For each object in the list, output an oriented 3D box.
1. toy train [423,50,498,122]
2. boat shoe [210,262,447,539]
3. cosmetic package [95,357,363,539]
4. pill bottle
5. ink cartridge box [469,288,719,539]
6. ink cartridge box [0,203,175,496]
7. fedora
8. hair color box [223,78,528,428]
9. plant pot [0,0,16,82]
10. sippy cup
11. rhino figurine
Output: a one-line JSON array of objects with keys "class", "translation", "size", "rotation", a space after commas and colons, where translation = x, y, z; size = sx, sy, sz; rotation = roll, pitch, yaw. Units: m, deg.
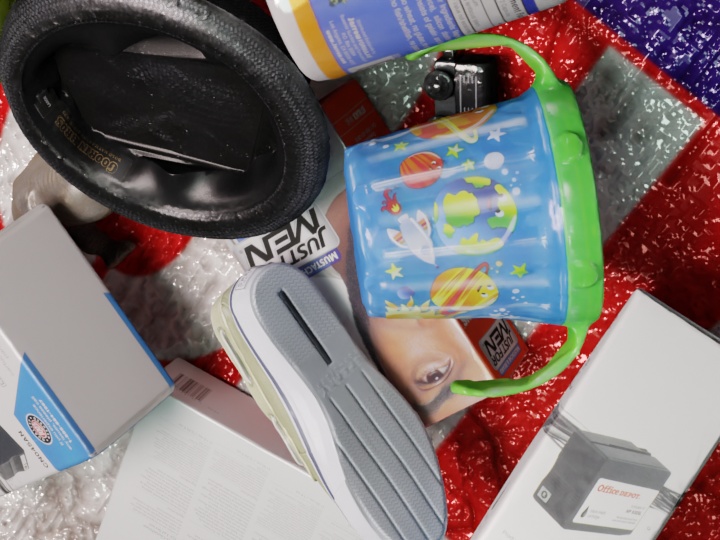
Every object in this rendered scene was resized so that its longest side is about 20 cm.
[{"class": "toy train", "translation": [0.058, -0.163, 1.075], "size": [0.045, 0.034, 0.201], "rotation": [4, 113, 18]}, {"class": "boat shoe", "translation": [-0.017, 0.085, 1.132], "size": [0.062, 0.072, 0.201], "rotation": [-23, 98, 56]}, {"class": "cosmetic package", "translation": [-0.069, 0.171, 1.262], "size": [0.199, 0.052, 0.151], "rotation": [28, 118, 10]}, {"class": "pill bottle", "translation": [0.050, -0.180, 0.992], "size": [0.199, 0.112, 0.113], "rotation": [-17, 104, 12]}, {"class": "ink cartridge box", "translation": [0.132, 0.115, 1.053], "size": [0.083, 0.145, 0.201], "rotation": [34, 92, 8]}, {"class": "ink cartridge box", "translation": [-0.233, 0.062, 1.230], "size": [0.145, 0.084, 0.200], "rotation": [55, 142, -8]}, {"class": "fedora", "translation": [-0.101, -0.111, 1.077], "size": [0.199, 0.092, 0.201], "rotation": [13, 137, 13]}, {"class": "hair color box", "translation": [0.000, 0.000, 1.153], "size": [0.111, 0.064, 0.201], "rotation": [-30, 99, 30]}, {"class": "plant pot", "translation": [-0.244, -0.237, 1.089], "size": [0.200, 0.199, 0.182], "rotation": [36, 114, 7]}, {"class": "sippy cup", "translation": [0.059, -0.029, 1.048], "size": [0.129, 0.179, 0.140], "rotation": [-9, 151, -1]}, {"class": "rhino figurine", "translation": [-0.149, -0.071, 1.191], "size": [0.087, 0.060, 0.200], "rotation": [45, 120, -2]}]
